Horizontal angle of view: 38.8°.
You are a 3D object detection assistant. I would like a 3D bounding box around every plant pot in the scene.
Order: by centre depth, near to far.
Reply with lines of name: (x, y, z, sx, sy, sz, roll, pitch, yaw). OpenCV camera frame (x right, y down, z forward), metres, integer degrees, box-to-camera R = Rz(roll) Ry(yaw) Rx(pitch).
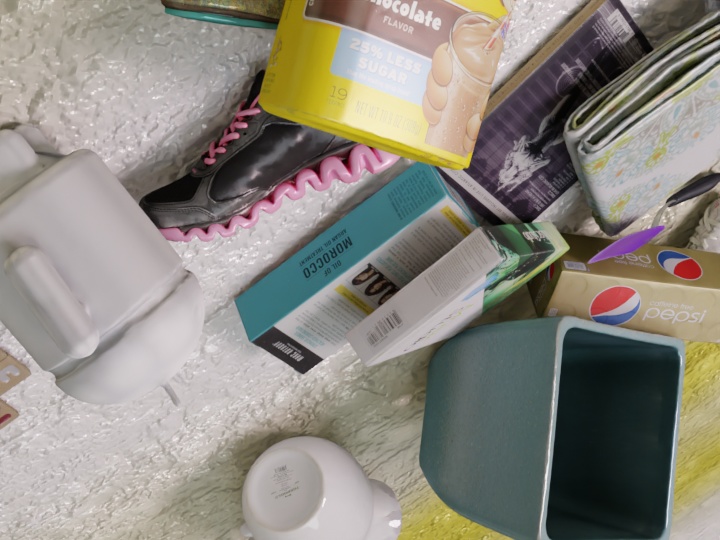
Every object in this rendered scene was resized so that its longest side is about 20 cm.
plant pot: (0.165, 0.149, 0.979, 0.195, 0.199, 0.198, 12, 82, -40)

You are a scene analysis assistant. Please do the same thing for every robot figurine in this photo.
robot figurine: (-0.178, 0.003, 0.657, 0.113, 0.170, 0.200, -36, 101, 9)

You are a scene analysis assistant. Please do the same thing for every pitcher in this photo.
pitcher: (-0.062, 0.248, 1.024, 0.171, 0.122, 0.200, -27, 152, 6)

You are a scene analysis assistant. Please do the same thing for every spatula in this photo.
spatula: (0.289, -0.054, 0.965, 0.200, 0.021, 0.057, -33, 172, -35)

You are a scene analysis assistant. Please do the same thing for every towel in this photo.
towel: (0.260, -0.123, 0.877, 0.171, 0.048, 0.200, -36, 152, 6)

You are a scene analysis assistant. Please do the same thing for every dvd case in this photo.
dvd case: (0.164, -0.124, 0.862, 0.200, 0.016, 0.149, -44, 139, 13)

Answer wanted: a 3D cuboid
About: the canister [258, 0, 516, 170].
canister: (0.030, -0.173, 0.607, 0.148, 0.086, 0.201, 13, 95, -37)

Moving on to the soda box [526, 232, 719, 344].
soda box: (0.268, 0.018, 0.983, 0.199, 0.064, 0.068, 7, 127, -11)

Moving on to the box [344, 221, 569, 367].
box: (0.088, 0.015, 0.859, 0.144, 0.036, 0.200, -39, 168, 23)

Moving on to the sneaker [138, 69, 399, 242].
sneaker: (-0.070, -0.090, 0.719, 0.199, 0.079, 0.096, -25, 118, -10)

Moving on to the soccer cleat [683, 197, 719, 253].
soccer cleat: (0.365, -0.029, 1.056, 0.200, 0.070, 0.086, -43, 125, 7)

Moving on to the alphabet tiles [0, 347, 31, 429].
alphabet tiles: (-0.346, 0.095, 0.746, 0.167, 0.008, 0.200, -36, 144, -4)

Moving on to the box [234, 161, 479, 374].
box: (0.000, 0.000, 0.843, 0.200, 0.049, 0.082, -36, 141, 12)

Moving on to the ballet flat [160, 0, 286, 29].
ballet flat: (-0.033, -0.179, 0.653, 0.199, 0.071, 0.071, 3, 129, -34)
